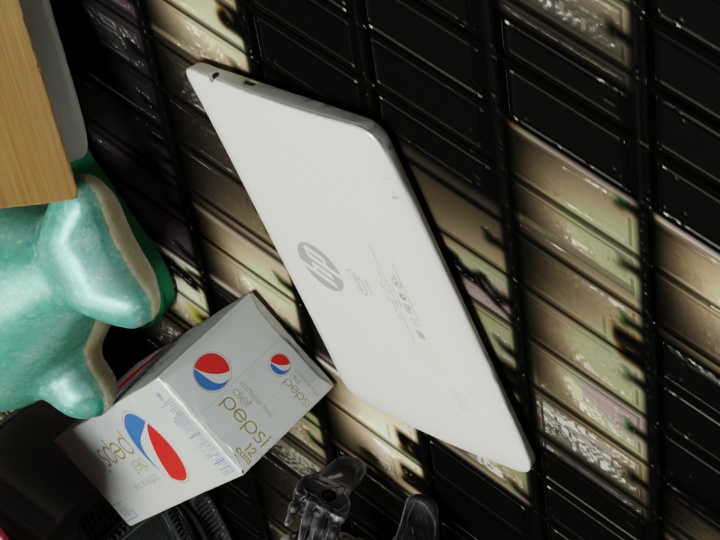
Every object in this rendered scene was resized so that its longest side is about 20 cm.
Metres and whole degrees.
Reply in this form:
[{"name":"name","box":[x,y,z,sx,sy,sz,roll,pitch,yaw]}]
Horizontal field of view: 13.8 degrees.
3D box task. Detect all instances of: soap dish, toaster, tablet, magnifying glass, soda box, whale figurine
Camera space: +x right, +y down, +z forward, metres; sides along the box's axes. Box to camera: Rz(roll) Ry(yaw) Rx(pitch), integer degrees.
[{"name":"soap dish","box":[-0.212,-0.126,1.327,0.157,0.081,0.200,22,137,44]},{"name":"toaster","box":[-0.150,0.155,1.678,0.129,0.114,0.200,27,150,44]},{"name":"tablet","box":[0.000,0.000,1.285,0.130,0.014,0.200,22,146,46]},{"name":"magnifying glass","box":[-0.139,-0.047,1.449,0.080,0.022,0.200,30,154,37]},{"name":"soda box","box":[-0.087,0.072,1.485,0.064,0.068,0.200,49,157,-5]},{"name":"whale figurine","box":[-0.173,0.008,1.424,0.200,0.104,0.159,-7,110,59]}]

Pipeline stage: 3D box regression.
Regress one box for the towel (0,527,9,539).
[{"name":"towel","box":[-0.210,0.118,1.531,0.145,0.022,0.200,52,170,13]}]

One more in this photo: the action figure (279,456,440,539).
[{"name":"action figure","box":[-0.013,0.173,1.482,0.119,0.102,0.200,29,152,11]}]
